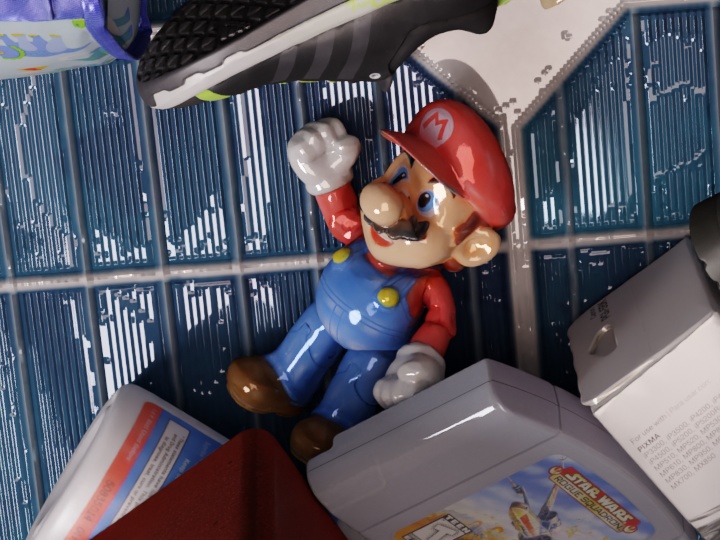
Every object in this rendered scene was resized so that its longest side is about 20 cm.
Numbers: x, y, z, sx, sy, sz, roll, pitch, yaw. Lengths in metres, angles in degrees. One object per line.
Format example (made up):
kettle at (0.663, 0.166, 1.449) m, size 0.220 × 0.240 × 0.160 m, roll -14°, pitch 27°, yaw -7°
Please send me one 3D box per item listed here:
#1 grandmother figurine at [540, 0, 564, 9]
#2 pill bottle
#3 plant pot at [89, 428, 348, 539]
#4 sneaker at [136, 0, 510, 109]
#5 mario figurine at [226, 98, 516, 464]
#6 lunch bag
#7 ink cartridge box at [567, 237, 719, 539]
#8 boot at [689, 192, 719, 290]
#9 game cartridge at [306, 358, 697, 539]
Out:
grandmother figurine at (0.070, -0.235, 1.364) m, size 0.121 × 0.061 × 0.200 m, roll -36°, pitch 105°, yaw 2°
pill bottle at (-0.066, 0.154, 1.453) m, size 0.200 × 0.112 × 0.112 m, roll 31°, pitch 105°, yaw -6°
plant pot at (-0.068, 0.222, 1.317) m, size 0.200 × 0.176 × 0.200 m, roll -36°, pitch 98°, yaw 1°
sneaker at (-0.017, -0.113, 1.392) m, size 0.200 × 0.072 × 0.083 m, roll -22°, pitch 123°, yaw 19°
mario figurine at (0.000, 0.000, 1.410) m, size 0.123 × 0.106 × 0.200 m, roll 28°, pitch 107°, yaw -7°
lunch bag at (-0.193, -0.144, 1.323) m, size 0.170 × 0.200 × 0.127 m, roll -3°, pitch 107°, yaw 3°
ink cartridge box at (0.204, 0.095, 1.409) m, size 0.083 × 0.147 × 0.200 m, roll -40°, pitch 102°, yaw 11°
boot at (0.279, 0.004, 1.346) m, size 0.158 × 0.079 × 0.211 m, roll -32°, pitch 119°, yaw 28°
game cartridge at (0.083, 0.121, 1.421) m, size 0.133 × 0.042 × 0.200 m, roll -26°, pitch 136°, yaw 27°
